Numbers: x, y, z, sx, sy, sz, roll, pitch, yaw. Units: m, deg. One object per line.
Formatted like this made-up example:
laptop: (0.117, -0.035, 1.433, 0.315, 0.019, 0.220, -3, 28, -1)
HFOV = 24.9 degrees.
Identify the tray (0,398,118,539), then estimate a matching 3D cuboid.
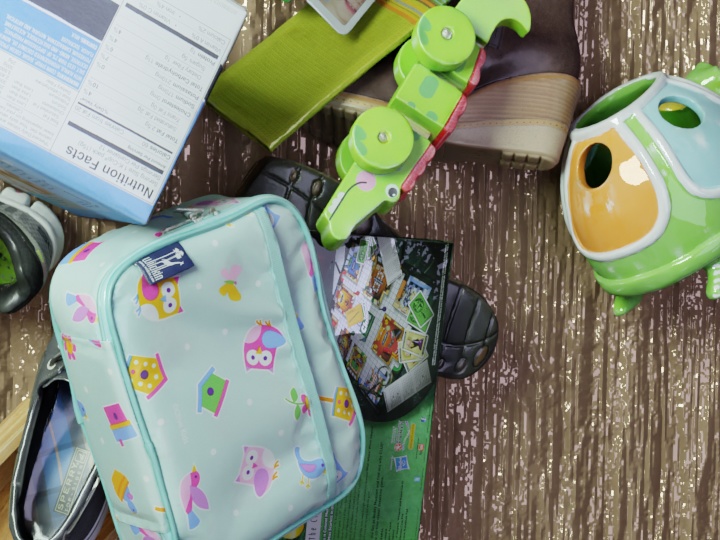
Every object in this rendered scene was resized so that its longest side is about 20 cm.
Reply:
tray: (-0.235, 0.183, 0.974, 0.200, 0.037, 0.099, -48, 119, -27)

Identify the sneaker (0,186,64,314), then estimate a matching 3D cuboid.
sneaker: (-0.267, -0.028, 0.948, 0.198, 0.088, 0.074, 22, 111, -21)

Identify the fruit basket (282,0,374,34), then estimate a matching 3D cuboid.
fruit basket: (-0.015, -0.281, 1.037, 0.185, 0.094, 0.200, 45, 72, -12)

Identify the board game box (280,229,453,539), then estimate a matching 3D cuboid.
board game box: (-0.003, 0.077, 1.023, 0.104, 0.023, 0.203, 4, 97, -21)

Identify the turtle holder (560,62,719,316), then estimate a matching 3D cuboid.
turtle holder: (0.218, -0.069, 1.105, 0.185, 0.141, 0.132, -36, 102, -13)

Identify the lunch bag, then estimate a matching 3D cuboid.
lunch bag: (-0.081, 0.057, 0.926, 0.159, 0.077, 0.202, -24, 107, -35)

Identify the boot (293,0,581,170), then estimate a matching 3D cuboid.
boot: (0.052, -0.159, 1.091, 0.197, 0.072, 0.168, 8, 72, -7)

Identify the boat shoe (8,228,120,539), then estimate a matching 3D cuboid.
boat shoe: (-0.163, 0.071, 0.949, 0.069, 0.066, 0.202, 18, 86, 7)

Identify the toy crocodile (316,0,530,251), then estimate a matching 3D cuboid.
toy crocodile: (0.035, -0.095, 0.996, 0.061, 0.068, 0.201, 33, 71, -3)

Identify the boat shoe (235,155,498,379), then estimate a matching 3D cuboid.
boat shoe: (0.000, 0.000, 1.065, 0.199, 0.074, 0.076, 39, 91, -18)

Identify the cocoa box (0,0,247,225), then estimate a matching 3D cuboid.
cocoa box: (-0.171, -0.113, 0.929, 0.132, 0.200, 0.132, 27, 84, -20)

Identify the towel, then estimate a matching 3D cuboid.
towel: (-0.008, -0.158, 1.050, 0.200, 0.086, 0.018, -41, 135, -13)
